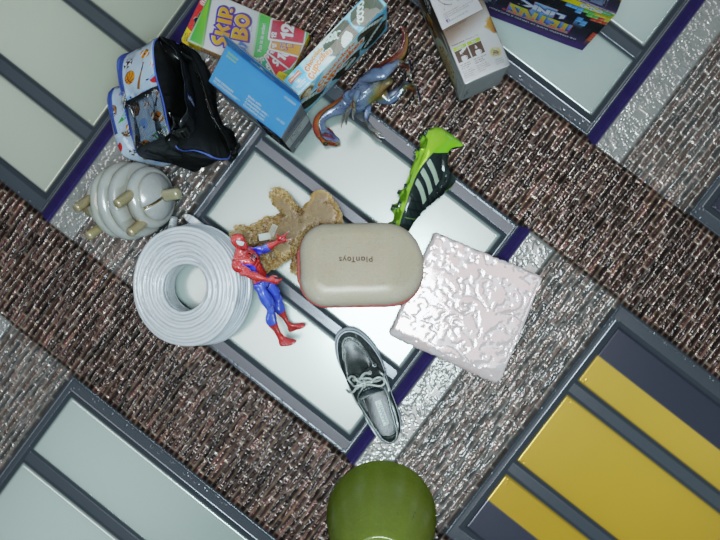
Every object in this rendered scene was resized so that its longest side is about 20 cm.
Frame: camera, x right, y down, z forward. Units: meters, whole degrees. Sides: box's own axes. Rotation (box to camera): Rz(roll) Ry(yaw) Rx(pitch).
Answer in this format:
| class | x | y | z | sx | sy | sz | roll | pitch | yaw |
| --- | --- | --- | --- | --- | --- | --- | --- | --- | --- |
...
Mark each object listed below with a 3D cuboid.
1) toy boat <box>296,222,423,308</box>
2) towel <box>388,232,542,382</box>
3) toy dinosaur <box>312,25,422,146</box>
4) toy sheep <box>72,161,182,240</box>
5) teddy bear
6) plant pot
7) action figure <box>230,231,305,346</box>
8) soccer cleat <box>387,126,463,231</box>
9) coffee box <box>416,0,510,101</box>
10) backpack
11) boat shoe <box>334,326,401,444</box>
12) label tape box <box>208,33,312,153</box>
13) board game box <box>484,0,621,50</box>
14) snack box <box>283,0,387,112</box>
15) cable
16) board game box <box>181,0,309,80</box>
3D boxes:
| class | x | y | z | sx | sy | sz | roll | pitch | yaw |
| --- | --- | --- | --- | --- | --- | --- | --- | --- | --- |
| toy boat | 0.000 | 0.000 | 1.089 | 0.198 | 0.131 | 0.132 | 0 | 77 | -2 |
| towel | 0.172 | 0.060 | 1.131 | 0.199 | 0.032 | 0.192 | 24 | 90 | 2 |
| toy dinosaur | 0.006 | -0.281 | 1.134 | 0.180 | 0.105 | 0.201 | -12 | 52 | 15 |
| toy sheep | -0.367 | -0.110 | 1.097 | 0.198 | 0.138 | 0.139 | 2 | 90 | 25 |
| teddy bear | -0.120 | -0.061 | 1.133 | 0.200 | 0.067 | 0.145 | -42 | 84 | 9 |
| plant pot | 0.031 | 0.413 | 1.054 | 0.185 | 0.200 | 0.189 | 0 | 90 | 3 |
| action figure | -0.131 | 0.020 | 1.080 | 0.098 | 0.065 | 0.201 | -16 | 117 | 29 |
| soccer cleat | 0.107 | -0.133 | 1.119 | 0.080 | 0.068 | 0.202 | 21 | 91 | -10 |
| coffee box | 0.157 | -0.387 | 1.089 | 0.079 | 0.114 | 0.201 | -23 | 90 | 3 |
| backpack | -0.302 | -0.260 | 1.084 | 0.153 | 0.200 | 0.192 | -10 | 87 | 16 |
| boat shoe | 0.011 | 0.188 | 1.119 | 0.073 | 0.068 | 0.201 | -19 | 89 | 2 |
| label tape box | -0.155 | -0.265 | 1.059 | 0.144 | 0.200 | 0.063 | 38 | 91 | 2 |
| board game box | 0.283 | -0.422 | 1.057 | 0.198 | 0.165 | 0.057 | 21 | 90 | 2 |
| snack box | -0.038 | -0.343 | 1.096 | 0.037 | 0.116 | 0.200 | 45 | 92 | 2 |
| cable | -0.273 | 0.024 | 1.115 | 0.199 | 0.069 | 0.201 | 25 | 97 | 14 |
| board game box | -0.193 | -0.387 | 1.142 | 0.199 | 0.030 | 0.096 | 23 | 82 | 4 |
